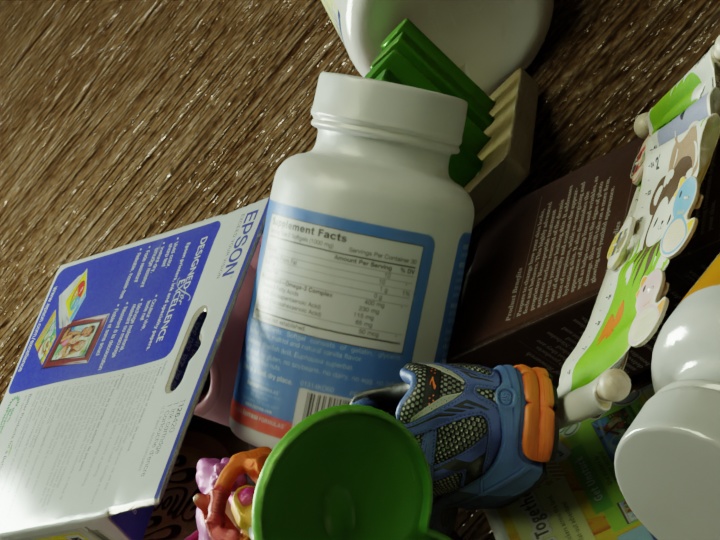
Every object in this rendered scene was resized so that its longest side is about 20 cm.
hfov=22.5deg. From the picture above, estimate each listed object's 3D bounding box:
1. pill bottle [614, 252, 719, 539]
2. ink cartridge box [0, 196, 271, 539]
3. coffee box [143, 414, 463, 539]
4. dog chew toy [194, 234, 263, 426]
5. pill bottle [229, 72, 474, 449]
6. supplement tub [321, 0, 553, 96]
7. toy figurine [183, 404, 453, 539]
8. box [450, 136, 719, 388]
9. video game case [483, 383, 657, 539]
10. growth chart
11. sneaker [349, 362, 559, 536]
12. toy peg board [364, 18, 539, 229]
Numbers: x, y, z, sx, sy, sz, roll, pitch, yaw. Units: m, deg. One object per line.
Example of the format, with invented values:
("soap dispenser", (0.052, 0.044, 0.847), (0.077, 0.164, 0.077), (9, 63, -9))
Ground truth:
("pill bottle", (0.190, 0.030, 0.750), (0.111, 0.111, 0.200), (-9, 31, 52))
("ink cartridge box", (-0.132, 0.067, 1.022), (0.199, 0.047, 0.198), (-13, 46, 41))
("coffee box", (-0.057, 0.158, 1.002), (0.199, 0.080, 0.113), (15, 68, 36))
("dog chew toy", (-0.091, 0.032, 1.202), (0.124, 0.125, 0.200), (-40, 5, 24))
("pill bottle", (0.000, 0.000, 0.975), (0.112, 0.112, 0.201), (16, 95, 60))
("supplement tub", (0.040, -0.213, 1.257), (0.145, 0.145, 0.200), (-46, 30, 14))
("toy figurine", (-0.043, 0.143, 0.818), (0.184, 0.150, 0.201), (12, 113, 60))
("box", (0.143, -0.006, 0.945), (0.200, 0.075, 0.100), (-25, 39, 46))
("video game case", (0.153, 0.109, 0.790), (0.181, 0.023, 0.200), (-25, 29, 2))
("growth chart", (0.128, -0.015, 0.825), (0.145, 0.018, 0.201), (122, 172, -67))
("sneaker", (0.014, 0.091, 0.860), (0.200, 0.078, 0.076), (-48, 30, 47))
("toy peg board", (0.005, -0.055, 1.123), (0.199, 0.098, 0.200), (-44, 9, 20))
